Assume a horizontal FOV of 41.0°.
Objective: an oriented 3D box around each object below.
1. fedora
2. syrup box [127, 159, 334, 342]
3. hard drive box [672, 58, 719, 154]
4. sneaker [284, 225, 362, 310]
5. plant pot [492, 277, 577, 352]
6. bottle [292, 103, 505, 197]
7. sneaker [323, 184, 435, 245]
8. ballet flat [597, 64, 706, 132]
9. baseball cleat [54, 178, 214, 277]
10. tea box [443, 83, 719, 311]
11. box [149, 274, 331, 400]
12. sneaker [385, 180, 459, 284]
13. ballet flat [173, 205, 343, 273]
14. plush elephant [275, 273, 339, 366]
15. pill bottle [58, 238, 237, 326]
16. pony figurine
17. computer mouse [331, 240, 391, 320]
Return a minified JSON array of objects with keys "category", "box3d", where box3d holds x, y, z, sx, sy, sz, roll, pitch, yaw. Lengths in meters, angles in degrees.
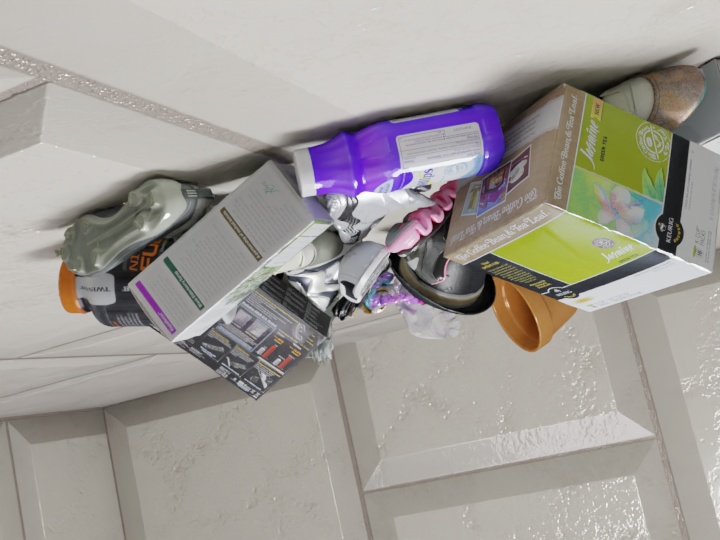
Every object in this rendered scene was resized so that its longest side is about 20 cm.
[{"category":"fedora","box3d":[0.141,-0.022,1.465,0.200,0.201,0.092,-4,135,-41]},{"category":"syrup box","box3d":[-0.132,-0.018,0.988,0.200,0.081,0.079,-39,173,12]},{"category":"hard drive box","box3d":[0.421,-0.171,1.064,0.200,0.077,0.156,-9,170,-26]},{"category":"sneaker","box3d":[-0.060,-0.049,1.205,0.079,0.130,0.199,31,168,49]},{"category":"plant pot","box3d":[0.418,0.074,2.288,0.140,0.200,0.200,-28,176,-17]},{"category":"bottle","box3d":[0.036,-0.112,0.937,0.200,0.065,0.084,-11,170,-8]},{"category":"sneaker","box3d":[0.024,-0.082,1.076,0.115,0.075,0.200,-11,169,5]},{"category":"ballet flat","box3d":[0.258,-0.155,0.986,0.067,0.068,0.200,2,163,-31]},{"category":"baseball cleat","box3d":[-0.230,-0.040,1.012,0.200,0.070,0.106,-19,169,41]},{"category":"tea box","box3d":[0.223,-0.064,0.988,0.197,0.134,0.200,19,160,-18]},{"category":"box","box3d":[-0.164,0.063,1.265,0.158,0.200,0.050,-43,-161,29]},{"category":"sneaker","box3d":[0.125,-0.062,1.110,0.200,0.095,0.079,-41,-173,-12]},{"category":"ballet flat","box3d":[-0.114,-0.025,1.087,0.200,0.064,0.067,11,131,-17]},{"category":"plush elephant","box3d":[-0.110,0.029,1.362,0.155,0.200,0.165,4,-177,16]},{"category":"pill bottle","box3d":[-0.252,0.015,1.147,0.200,0.106,0.106,-1,172,5]},{"category":"pony figurine","box3d":[0.089,0.044,1.794,0.193,0.167,0.200,-6,-172,12]},{"category":"computer mouse","box3d":[0.000,0.000,1.177,0.110,0.044,0.200,-53,174,-11]}]
